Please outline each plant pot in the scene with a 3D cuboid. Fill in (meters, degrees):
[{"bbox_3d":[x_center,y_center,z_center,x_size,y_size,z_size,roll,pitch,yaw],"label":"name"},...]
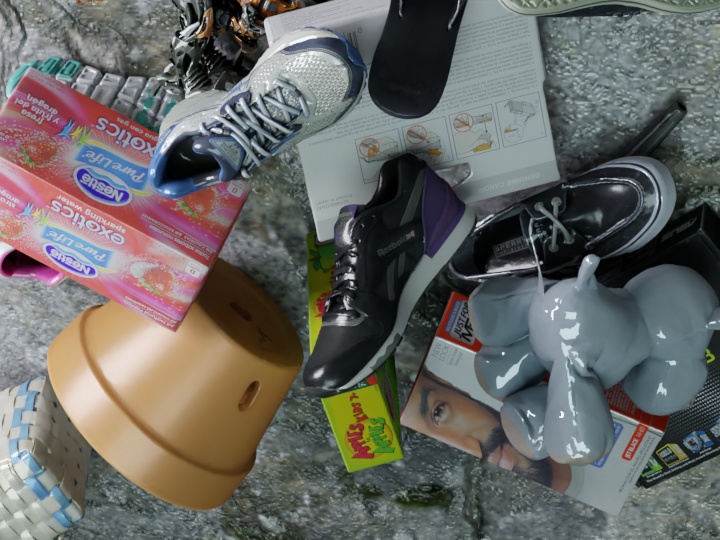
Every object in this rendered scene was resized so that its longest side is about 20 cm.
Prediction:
[{"bbox_3d":[-0.142,0.079,1.783,0.200,0.200,0.140,39,108,-14],"label":"plant pot"}]

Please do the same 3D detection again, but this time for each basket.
[{"bbox_3d":[-0.342,0.201,1.920,0.199,0.177,0.140,-23,121,15],"label":"basket"}]

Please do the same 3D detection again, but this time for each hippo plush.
[{"bbox_3d":[0.186,0.041,1.635,0.160,0.159,0.202,-13,117,-29],"label":"hippo plush"}]

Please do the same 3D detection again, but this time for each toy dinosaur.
[{"bbox_3d":[-0.115,-0.202,1.640,0.199,0.102,0.137,15,114,27],"label":"toy dinosaur"}]

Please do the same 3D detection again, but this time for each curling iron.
[{"bbox_3d":[0.198,-0.059,1.679,0.050,0.025,0.200,51,126,23],"label":"curling iron"}]

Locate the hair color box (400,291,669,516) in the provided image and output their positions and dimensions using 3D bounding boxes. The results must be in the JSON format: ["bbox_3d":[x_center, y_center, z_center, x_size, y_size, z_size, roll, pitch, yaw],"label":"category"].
[{"bbox_3d":[0.143,0.110,1.743,0.199,0.064,0.111,23,132,3],"label":"hair color box"}]

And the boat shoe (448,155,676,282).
[{"bbox_3d":[0.152,-0.035,1.659,0.199,0.068,0.072,-18,87,40],"label":"boat shoe"}]

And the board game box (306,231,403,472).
[{"bbox_3d":[-0.006,0.057,1.708,0.047,0.201,0.102,-15,121,7],"label":"board game box"}]

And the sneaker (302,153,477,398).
[{"bbox_3d":[0.000,0.000,1.578,0.088,0.201,0.075,47,149,-23],"label":"sneaker"}]

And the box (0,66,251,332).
[{"bbox_3d":[-0.201,-0.054,1.665,0.199,0.095,0.103,29,141,-4],"label":"box"}]

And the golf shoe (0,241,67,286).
[{"bbox_3d":[-0.316,-0.042,1.791,0.198,0.092,0.076,13,129,8],"label":"golf shoe"}]

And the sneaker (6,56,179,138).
[{"bbox_3d":[-0.188,-0.108,1.729,0.199,0.078,0.092,17,136,12],"label":"sneaker"}]

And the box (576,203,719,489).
[{"bbox_3d":[0.255,0.067,1.746,0.199,0.048,0.193,-29,115,30],"label":"box"}]

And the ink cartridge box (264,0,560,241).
[{"bbox_3d":[0.041,-0.129,1.617,0.198,0.045,0.177,-14,122,-3],"label":"ink cartridge box"}]

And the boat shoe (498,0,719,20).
[{"bbox_3d":[0.189,-0.218,1.540,0.198,0.062,0.075,-7,96,-6],"label":"boat shoe"}]

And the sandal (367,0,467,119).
[{"bbox_3d":[0.051,-0.210,1.536,0.075,0.043,0.202,6,85,-1],"label":"sandal"}]

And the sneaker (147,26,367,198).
[{"bbox_3d":[-0.077,-0.103,1.546,0.199,0.085,0.077,-29,109,36],"label":"sneaker"}]
